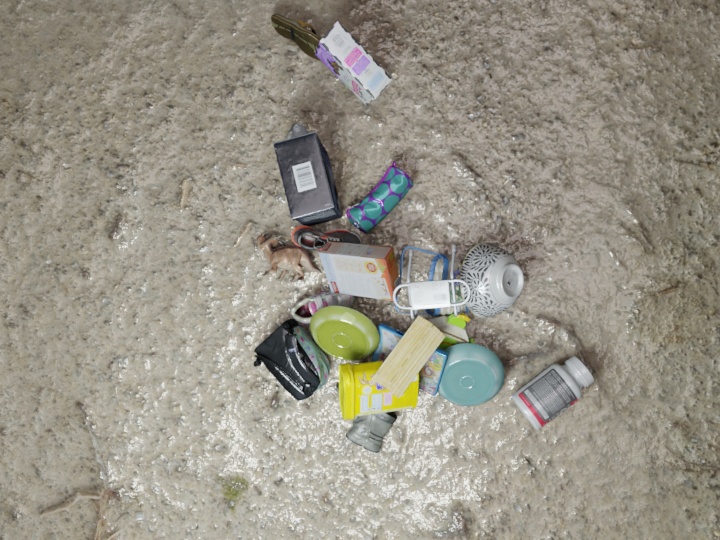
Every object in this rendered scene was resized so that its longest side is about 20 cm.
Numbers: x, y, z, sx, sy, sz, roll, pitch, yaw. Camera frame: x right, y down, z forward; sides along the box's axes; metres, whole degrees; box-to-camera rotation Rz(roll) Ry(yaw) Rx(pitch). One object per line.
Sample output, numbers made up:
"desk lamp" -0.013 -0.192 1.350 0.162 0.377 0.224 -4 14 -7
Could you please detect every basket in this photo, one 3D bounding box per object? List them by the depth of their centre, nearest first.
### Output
"basket" 0.197 0.034 1.443 0.197 0.139 0.179 7 89 -4

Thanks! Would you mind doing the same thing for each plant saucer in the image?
"plant saucer" 0.285 0.290 1.439 0.197 0.036 0.203 4 114 8
"plant saucer" -0.047 0.179 1.450 0.197 0.031 0.202 9 131 11

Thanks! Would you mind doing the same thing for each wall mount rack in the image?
"wall mount rack" 0.180 0.029 1.349 0.197 0.074 0.177 -5 91 22

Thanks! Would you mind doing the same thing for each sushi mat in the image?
"sushi mat" 0.121 0.215 1.342 0.095 0.012 0.201 38 88 -16

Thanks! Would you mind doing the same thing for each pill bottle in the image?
"pill bottle" 0.510 0.318 1.425 0.199 0.111 0.111 -38 86 3

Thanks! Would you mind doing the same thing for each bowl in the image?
"bowl" 0.361 0.027 1.402 0.198 0.094 0.204 -2 93 -34

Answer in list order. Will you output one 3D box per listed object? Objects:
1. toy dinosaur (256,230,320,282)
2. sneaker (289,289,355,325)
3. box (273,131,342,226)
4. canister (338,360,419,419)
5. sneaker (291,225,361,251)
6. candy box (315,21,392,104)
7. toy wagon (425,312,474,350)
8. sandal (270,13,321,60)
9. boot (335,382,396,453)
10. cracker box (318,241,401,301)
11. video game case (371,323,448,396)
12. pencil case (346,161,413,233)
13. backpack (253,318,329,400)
"toy dinosaur" -0.206 -0.041 1.510 0.197 0.086 0.138 7 82 -1
"sneaker" -0.108 0.102 1.491 0.198 0.088 0.082 -23 86 4
"box" -0.134 -0.237 1.447 0.121 0.198 0.203 -14 88 3
"canister" 0.047 0.304 1.399 0.197 0.087 0.151 -5 118 -11
"sneaker" -0.090 -0.072 1.478 0.197 0.082 0.078 5 106 -13
"candy box" -0.021 -0.544 1.436 0.200 0.168 0.072 42 92 -14
"toy wagon" 0.225 0.176 1.433 0.153 0.040 0.201 22 125 -13
"sandal" -0.166 -0.675 1.531 0.199 0.081 0.054 36 70 9
"boot" -0.008 0.411 1.490 0.198 0.068 0.132 32 97 6
"cracker box" 0.000 0.000 1.408 0.197 0.058 0.135 7 131 29
"video game case" 0.127 0.240 1.445 0.198 0.018 0.145 23 125 19
"pencil case" 0.051 -0.197 1.488 0.200 0.085 0.092 -45 114 1
"backpack" -0.174 0.247 1.472 0.167 0.126 0.201 -42 86 25
